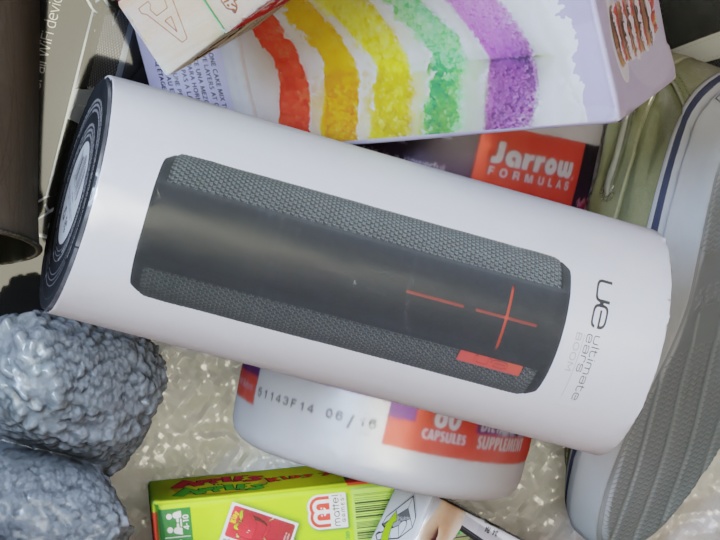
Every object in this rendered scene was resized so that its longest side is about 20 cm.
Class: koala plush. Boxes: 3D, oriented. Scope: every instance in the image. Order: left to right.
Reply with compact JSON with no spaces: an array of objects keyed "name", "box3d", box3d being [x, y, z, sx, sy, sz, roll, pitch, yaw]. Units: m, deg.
[{"name":"koala plush","box3d":[-0.159,0.123,0.947,0.183,0.200,0.178,-23,85,20]}]

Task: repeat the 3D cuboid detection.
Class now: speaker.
[{"name":"speaker","box3d":[0.000,0.000,0.938,0.199,0.081,0.082,16,94,-14]}]

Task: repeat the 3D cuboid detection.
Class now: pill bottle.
[{"name":"pill bottle","box3d":[0.027,-0.025,1.038,0.111,0.111,0.201,12,95,-7]}]

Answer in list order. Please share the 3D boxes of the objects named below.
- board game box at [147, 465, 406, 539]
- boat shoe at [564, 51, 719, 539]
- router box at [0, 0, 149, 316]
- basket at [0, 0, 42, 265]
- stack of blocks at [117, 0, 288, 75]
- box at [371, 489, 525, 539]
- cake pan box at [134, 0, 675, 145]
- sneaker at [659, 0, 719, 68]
[{"name":"board game box","box3d":[-0.022,0.178,1.086,0.101,0.048,0.201,-5,96,-5]},{"name":"boat shoe","box3d":[0.111,0.011,1.067,0.072,0.062,0.201,-10,125,-41]},{"name":"router box","box3d":[-0.150,-0.074,1.045,0.157,0.052,0.201,15,94,-6]},{"name":"basket","box3d":[-0.167,-0.109,0.939,0.135,0.180,0.201,5,85,-16]},{"name":"stack of blocks","box3d":[-0.065,-0.178,0.880,0.115,0.059,0.200,-32,92,36]},{"name":"box","box3d":[0.078,0.172,1.069,0.200,0.035,0.110,29,82,-22]},{"name":"cake pan box","box3d":[-0.003,-0.141,0.928,0.184,0.052,0.201,-2,110,30]},{"name":"sneaker","box3d":[0.207,-0.082,1.055,0.199,0.073,0.112,-4,101,23]}]
